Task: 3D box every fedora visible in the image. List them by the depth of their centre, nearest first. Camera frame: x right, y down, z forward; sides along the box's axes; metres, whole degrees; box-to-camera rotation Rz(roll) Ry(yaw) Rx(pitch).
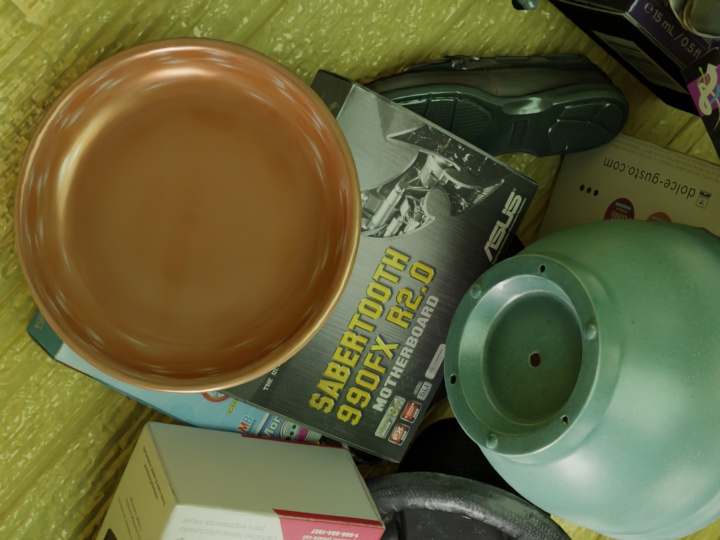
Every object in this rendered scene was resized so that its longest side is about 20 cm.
[{"bbox_3d":[0.075,0.165,1.214,0.201,0.200,0.092,44,50,-33],"label":"fedora"}]

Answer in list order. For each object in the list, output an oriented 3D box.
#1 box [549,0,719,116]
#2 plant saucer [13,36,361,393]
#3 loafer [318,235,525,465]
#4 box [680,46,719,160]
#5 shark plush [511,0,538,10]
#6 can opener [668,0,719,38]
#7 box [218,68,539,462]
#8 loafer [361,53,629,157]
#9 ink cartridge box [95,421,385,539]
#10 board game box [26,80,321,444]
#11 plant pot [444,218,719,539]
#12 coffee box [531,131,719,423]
[{"bbox_3d":[0.242,-0.220,1.191,0.148,0.104,0.200,33,89,-33],"label":"box"},{"bbox_3d":[-0.097,-0.031,1.017,0.199,0.037,0.201,0,88,5],"label":"plant saucer"},{"bbox_3d":[0.046,0.051,1.190,0.073,0.071,0.200,41,84,-33],"label":"loafer"},{"bbox_3d":[0.286,-0.044,1.080,0.143,0.036,0.201,-10,74,-43],"label":"box"},{"bbox_3d":[0.089,-0.262,1.101,0.090,0.083,0.201,-1,107,-29],"label":"shark plush"},{"bbox_3d":[0.258,-0.230,1.095,0.053,0.067,0.201,31,90,-33],"label":"can opener"},{"bbox_3d":[0.000,0.000,1.094,0.158,0.048,0.201,26,92,-34],"label":"box"},{"bbox_3d":[0.077,-0.110,1.171,0.199,0.063,0.072,-3,138,-23],"label":"loafer"},{"bbox_3d":[-0.095,0.204,1.119,0.144,0.084,0.201,11,119,-29],"label":"ink cartridge box"},{"bbox_3d":[-0.073,0.001,1.115,0.195,0.056,0.201,31,90,-33],"label":"board game box"},{"bbox_3d":[0.136,0.059,1.070,0.134,0.200,0.201,13,100,-45],"label":"plant pot"},{"bbox_3d":[0.247,0.034,1.222,0.199,0.199,0.199,14,98,-34],"label":"coffee box"}]
